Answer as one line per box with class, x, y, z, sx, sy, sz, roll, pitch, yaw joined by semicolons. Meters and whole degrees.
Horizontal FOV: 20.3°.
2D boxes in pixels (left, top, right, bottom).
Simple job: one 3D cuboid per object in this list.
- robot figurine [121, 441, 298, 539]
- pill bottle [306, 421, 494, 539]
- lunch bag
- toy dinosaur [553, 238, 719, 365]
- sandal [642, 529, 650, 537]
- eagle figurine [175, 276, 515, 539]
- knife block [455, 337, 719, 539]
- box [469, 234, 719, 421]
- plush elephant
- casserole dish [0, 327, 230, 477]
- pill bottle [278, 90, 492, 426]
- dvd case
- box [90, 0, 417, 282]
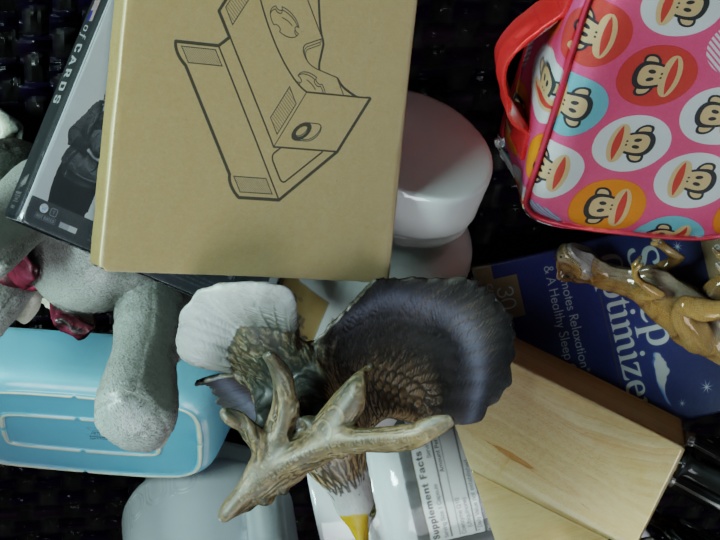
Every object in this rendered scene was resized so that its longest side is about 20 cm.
robot figurine;-0.092;0.200;1.275;0.112;0.201;0.170;12;132;-24
pill bottle;0.068;0.129;1.299;0.199;0.114;0.114;-13;137;2
lunch bag;0.155;-0.106;1.092;0.175;0.082;0.200;3;136;-14
toy dinosaur;0.207;0.032;1.191;0.200;0.060;0.106;40;127;-1
sandal;0.103;0.169;1.399;0.206;0.059;0.080;7;119;10
eagle figurine;-0.013;0.071;1.047;0.151;0.200;0.152;18;107;10
knife block;0.152;0.100;1.173;0.175;0.064;0.201;-19;98;10
box;0.176;0.034;1.227;0.199;0.122;0.032;-13;179;0
plush elephant;-0.170;-0.009;1.081;0.165;0.201;0.155;41;139;-25
casserole dish;-0.167;0.085;1.225;0.199;0.039;0.121;4;145;0
pill bottle;0.000;0.000;1.147;0.114;0.115;0.200;7;134;-19
dvd case;-0.074;-0.092;1.010;0.150;0.025;0.201;25;85;-33
box;-0.048;-0.097;0.997;0.163;0.021;0.201;3;96;-30
